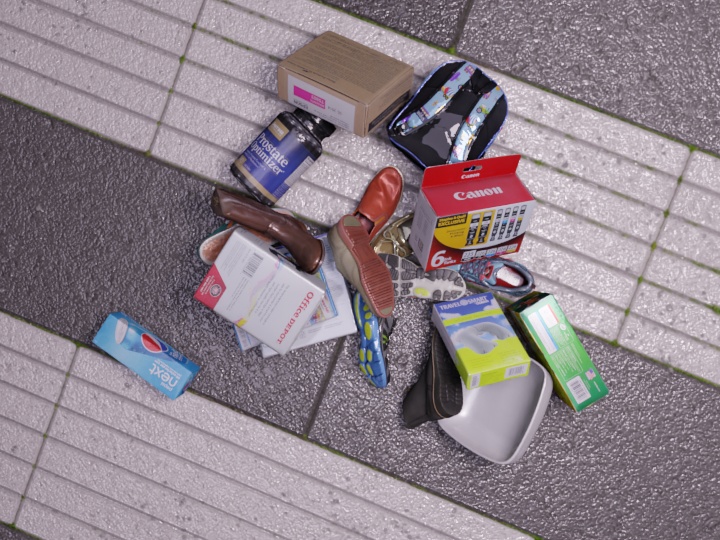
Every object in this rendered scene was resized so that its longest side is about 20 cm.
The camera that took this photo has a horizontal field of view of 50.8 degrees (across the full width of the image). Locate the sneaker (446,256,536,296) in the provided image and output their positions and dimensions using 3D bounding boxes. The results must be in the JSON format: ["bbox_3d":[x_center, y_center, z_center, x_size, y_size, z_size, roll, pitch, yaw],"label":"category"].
[{"bbox_3d":[0.237,-0.007,1.423,0.197,0.096,0.080,15,92,3],"label":"sneaker"}]

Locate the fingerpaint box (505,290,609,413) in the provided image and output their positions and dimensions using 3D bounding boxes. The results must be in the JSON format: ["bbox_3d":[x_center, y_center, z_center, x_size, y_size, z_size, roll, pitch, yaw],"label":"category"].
[{"bbox_3d":[0.356,0.141,1.383,0.073,0.167,0.202,-30,88,2],"label":"fingerpaint box"}]

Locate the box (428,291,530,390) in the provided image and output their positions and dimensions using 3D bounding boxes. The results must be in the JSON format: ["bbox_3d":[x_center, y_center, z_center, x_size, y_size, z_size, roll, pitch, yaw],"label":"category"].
[{"bbox_3d":[0.212,0.116,1.374,0.120,0.201,0.048,-11,134,-12],"label":"box"}]

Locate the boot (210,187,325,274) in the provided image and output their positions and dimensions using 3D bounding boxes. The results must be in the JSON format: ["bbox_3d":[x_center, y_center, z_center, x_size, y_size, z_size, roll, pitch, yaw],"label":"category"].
[{"bbox_3d":[-0.171,-0.075,1.349,0.199,0.186,0.065,26,102,-33],"label":"boot"}]

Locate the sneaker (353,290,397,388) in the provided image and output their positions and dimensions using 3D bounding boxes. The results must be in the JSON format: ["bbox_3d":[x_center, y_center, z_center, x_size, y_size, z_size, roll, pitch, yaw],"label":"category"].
[{"bbox_3d":[0.038,0.127,1.446,0.082,0.070,0.203,-12,100,-39],"label":"sneaker"}]

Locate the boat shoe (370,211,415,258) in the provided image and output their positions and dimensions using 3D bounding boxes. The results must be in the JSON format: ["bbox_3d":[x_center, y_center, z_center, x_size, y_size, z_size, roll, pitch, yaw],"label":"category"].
[{"bbox_3d":[0.101,-0.074,1.446,0.199,0.063,0.074,-30,90,5],"label":"boat shoe"}]

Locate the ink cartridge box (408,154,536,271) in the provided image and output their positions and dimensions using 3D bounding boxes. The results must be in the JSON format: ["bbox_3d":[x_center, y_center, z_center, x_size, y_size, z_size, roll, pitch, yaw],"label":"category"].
[{"bbox_3d":[0.201,-0.104,1.351,0.197,0.177,0.084,-12,48,-18],"label":"ink cartridge box"}]

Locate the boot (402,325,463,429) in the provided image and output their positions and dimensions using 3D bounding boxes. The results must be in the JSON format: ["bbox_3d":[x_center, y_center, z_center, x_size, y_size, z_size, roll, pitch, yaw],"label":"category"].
[{"bbox_3d":[0.129,0.195,1.450,0.077,0.138,0.202,26,54,-23],"label":"boot"}]

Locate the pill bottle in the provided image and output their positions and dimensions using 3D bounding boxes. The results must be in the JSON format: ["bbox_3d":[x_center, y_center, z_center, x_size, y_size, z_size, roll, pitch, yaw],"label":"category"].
[{"bbox_3d":[-0.143,-0.227,1.436,0.112,0.112,0.200,44,94,2],"label":"pill bottle"}]

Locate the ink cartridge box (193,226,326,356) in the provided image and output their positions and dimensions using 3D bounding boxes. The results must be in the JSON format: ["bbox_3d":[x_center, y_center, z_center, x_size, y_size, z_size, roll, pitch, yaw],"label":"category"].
[{"bbox_3d":[-0.180,0.037,1.387,0.199,0.083,0.147,34,97,-5],"label":"ink cartridge box"}]

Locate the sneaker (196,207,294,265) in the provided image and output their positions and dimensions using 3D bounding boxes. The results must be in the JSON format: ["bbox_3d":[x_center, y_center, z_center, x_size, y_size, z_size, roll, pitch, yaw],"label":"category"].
[{"bbox_3d":[-0.226,-0.073,1.469,0.198,0.080,0.072,-23,107,-17],"label":"sneaker"}]

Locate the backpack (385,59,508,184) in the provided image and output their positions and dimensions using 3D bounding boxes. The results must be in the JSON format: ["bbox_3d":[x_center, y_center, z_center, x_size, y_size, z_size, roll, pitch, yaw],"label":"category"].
[{"bbox_3d":[0.167,-0.275,1.402,0.182,0.135,0.201,38,94,2],"label":"backpack"}]

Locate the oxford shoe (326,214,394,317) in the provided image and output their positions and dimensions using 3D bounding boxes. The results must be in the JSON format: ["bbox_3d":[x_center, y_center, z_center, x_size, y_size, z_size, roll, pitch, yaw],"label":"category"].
[{"bbox_3d":[0.000,0.000,1.396,0.074,0.070,0.202,-34,74,43],"label":"oxford shoe"}]

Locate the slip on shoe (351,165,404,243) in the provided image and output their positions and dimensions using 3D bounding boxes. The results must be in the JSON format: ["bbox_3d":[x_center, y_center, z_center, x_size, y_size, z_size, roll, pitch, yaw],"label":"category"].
[{"bbox_3d":[0.021,-0.111,1.454,0.074,0.061,0.201,33,92,4],"label":"slip on shoe"}]

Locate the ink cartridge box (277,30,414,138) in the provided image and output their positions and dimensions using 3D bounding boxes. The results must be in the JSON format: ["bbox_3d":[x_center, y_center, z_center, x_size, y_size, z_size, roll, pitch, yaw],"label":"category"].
[{"bbox_3d":[-0.028,-0.343,1.378,0.199,0.076,0.165,29,51,20],"label":"ink cartridge box"}]

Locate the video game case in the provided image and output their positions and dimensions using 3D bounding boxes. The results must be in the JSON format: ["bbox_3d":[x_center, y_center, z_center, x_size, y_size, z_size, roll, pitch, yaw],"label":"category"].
[{"bbox_3d":[-0.159,0.052,1.450,0.198,0.018,0.145,-20,89,5],"label":"video game case"}]

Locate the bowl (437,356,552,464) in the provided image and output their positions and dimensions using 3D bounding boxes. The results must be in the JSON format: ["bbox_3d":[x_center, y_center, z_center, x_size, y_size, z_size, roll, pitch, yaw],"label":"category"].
[{"bbox_3d":[0.256,0.243,1.405,0.199,0.074,0.202,26,91,46],"label":"bowl"}]

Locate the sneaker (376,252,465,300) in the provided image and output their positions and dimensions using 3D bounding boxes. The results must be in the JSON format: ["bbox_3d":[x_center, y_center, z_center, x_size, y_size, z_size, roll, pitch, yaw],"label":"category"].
[{"bbox_3d":[0.100,0.021,1.430,0.197,0.085,0.078,15,88,11],"label":"sneaker"}]

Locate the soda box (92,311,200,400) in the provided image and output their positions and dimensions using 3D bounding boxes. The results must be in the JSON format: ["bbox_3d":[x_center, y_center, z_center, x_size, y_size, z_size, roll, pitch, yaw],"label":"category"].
[{"bbox_3d":[-0.419,0.165,1.488,0.199,0.064,0.068,35,93,2],"label":"soda box"}]

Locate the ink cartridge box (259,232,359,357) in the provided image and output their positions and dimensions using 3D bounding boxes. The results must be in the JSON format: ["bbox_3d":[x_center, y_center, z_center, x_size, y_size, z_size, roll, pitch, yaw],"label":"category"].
[{"bbox_3d":[-0.120,0.047,1.476,0.197,0.041,0.203,-15,90,4],"label":"ink cartridge box"}]
